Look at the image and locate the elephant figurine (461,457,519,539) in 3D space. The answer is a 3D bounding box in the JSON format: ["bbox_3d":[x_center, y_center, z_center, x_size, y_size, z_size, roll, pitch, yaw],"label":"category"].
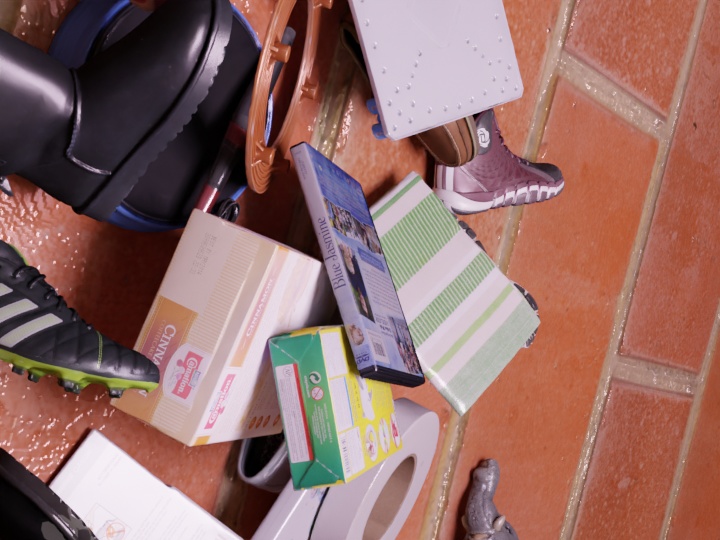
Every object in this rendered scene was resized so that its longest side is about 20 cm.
[{"bbox_3d":[0.155,0.357,1.197,0.200,0.141,0.155,-53,165,-45],"label":"elephant figurine"}]

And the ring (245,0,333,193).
[{"bbox_3d":[-0.053,-0.158,0.810,0.200,0.019,0.201,15,90,-87],"label":"ring"}]

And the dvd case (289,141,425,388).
[{"bbox_3d":[0.000,0.000,0.862,0.143,0.018,0.201,28,42,-69],"label":"dvd case"}]

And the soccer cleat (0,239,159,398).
[{"bbox_3d":[-0.223,0.027,0.670,0.199,0.068,0.081,20,76,-12],"label":"soccer cleat"}]

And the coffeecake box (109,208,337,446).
[{"bbox_3d":[-0.093,0.049,0.799,0.154,0.073,0.200,-66,165,0],"label":"coffeecake box"}]

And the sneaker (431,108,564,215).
[{"bbox_3d":[0.153,-0.129,1.093,0.200,0.076,0.116,-16,109,-44],"label":"sneaker"}]

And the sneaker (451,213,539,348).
[{"bbox_3d":[0.096,0.018,1.064,0.200,0.090,0.078,46,51,-21],"label":"sneaker"}]

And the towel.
[{"bbox_3d":[0.070,0.017,0.971,0.200,0.023,0.153,49,55,-1],"label":"towel"}]

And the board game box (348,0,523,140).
[{"bbox_3d":[0.058,-0.233,0.913,0.200,0.026,0.201,-24,103,-42],"label":"board game box"}]

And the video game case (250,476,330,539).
[{"bbox_3d":[-0.031,0.212,0.969,0.200,0.024,0.182,-55,159,-22],"label":"video game case"}]

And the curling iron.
[{"bbox_3d":[-0.094,-0.105,0.807,0.050,0.025,0.201,46,60,-67],"label":"curling iron"}]

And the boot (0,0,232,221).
[{"bbox_3d":[-0.195,-0.124,0.640,0.162,0.073,0.198,23,119,-37],"label":"boot"}]

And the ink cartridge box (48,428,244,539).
[{"bbox_3d":[-0.215,0.256,0.818,0.174,0.044,0.200,43,67,-20],"label":"ink cartridge box"}]

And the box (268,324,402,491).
[{"bbox_3d":[-0.012,0.103,0.833,0.200,0.048,0.118,4,75,-72],"label":"box"}]

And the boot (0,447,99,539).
[{"bbox_3d":[-0.251,0.251,0.727,0.158,0.079,0.211,-38,106,-26],"label":"boot"}]

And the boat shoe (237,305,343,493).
[{"bbox_3d":[-0.056,0.107,0.927,0.071,0.070,0.201,24,85,-55],"label":"boat shoe"}]

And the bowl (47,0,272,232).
[{"bbox_3d":[-0.148,-0.127,0.787,0.200,0.039,0.201,-16,113,-44],"label":"bowl"}]

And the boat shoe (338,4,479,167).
[{"bbox_3d":[0.041,-0.169,0.963,0.068,0.072,0.200,-49,119,-27],"label":"boat shoe"}]

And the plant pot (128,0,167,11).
[{"bbox_3d":[-0.114,-0.280,0.684,0.179,0.200,0.200,-43,130,-12],"label":"plant pot"}]

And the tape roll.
[{"bbox_3d":[0.016,0.222,1.010,0.203,0.037,0.203,-51,155,-35],"label":"tape roll"}]
